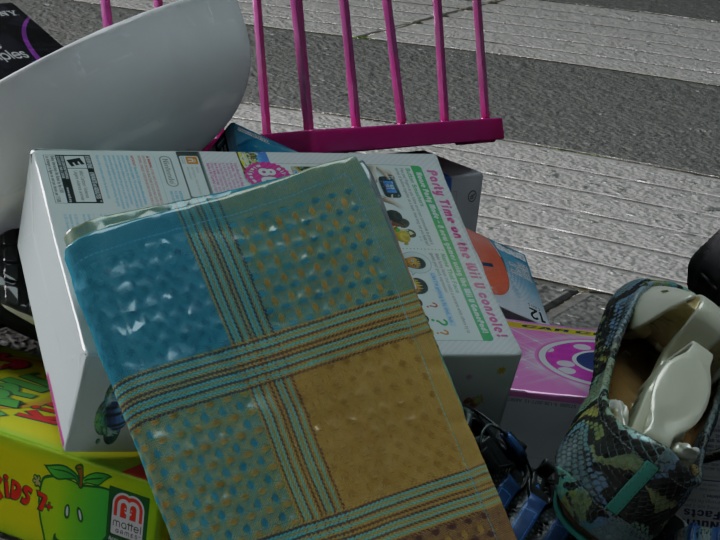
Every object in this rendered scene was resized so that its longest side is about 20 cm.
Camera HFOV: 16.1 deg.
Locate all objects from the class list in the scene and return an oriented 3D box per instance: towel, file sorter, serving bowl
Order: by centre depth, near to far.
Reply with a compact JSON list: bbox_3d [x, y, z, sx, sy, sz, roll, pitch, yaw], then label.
[{"bbox_3d":[-0.027,0.056,1.052,0.146,0.201,0.022,-14,-20,-25],"label":"towel"},{"bbox_3d":[-0.136,-0.061,1.252,0.199,0.066,0.200,-28,-2,-1],"label":"serving bowl"},{"bbox_3d":[-0.033,-0.125,1.417,0.138,0.126,0.200,-4,3,33],"label":"file sorter"}]

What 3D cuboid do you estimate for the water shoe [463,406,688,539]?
[{"bbox_3d":[0.057,0.101,1.101,0.198,0.080,0.072,2,16,-16],"label":"water shoe"}]

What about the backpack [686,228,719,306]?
[{"bbox_3d":[0.304,-0.008,1.390,0.153,0.192,0.200,16,8,-32],"label":"backpack"}]

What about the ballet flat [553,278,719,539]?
[{"bbox_3d":[0.138,0.049,1.129,0.074,0.075,0.200,9,33,10],"label":"ballet flat"}]

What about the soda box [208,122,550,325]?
[{"bbox_3d":[0.000,0.000,1.317,0.199,0.068,0.064,22,32,-30],"label":"soda box"}]

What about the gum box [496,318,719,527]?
[{"bbox_3d":[0.126,0.076,1.243,0.198,0.067,0.114,6,17,0],"label":"gum box"}]

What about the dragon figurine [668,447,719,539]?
[{"bbox_3d":[0.169,0.114,1.079,0.099,0.059,0.200,13,28,-27],"label":"dragon figurine"}]

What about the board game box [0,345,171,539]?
[{"bbox_3d":[-0.142,0.082,1.157,0.199,0.048,0.101,15,18,30],"label":"board game box"}]

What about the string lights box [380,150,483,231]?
[{"bbox_3d":[-0.027,-0.006,1.420,0.199,0.104,0.059,-6,20,-39],"label":"string lights box"}]

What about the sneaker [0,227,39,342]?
[{"bbox_3d":[-0.102,0.041,1.238,0.199,0.088,0.076,14,44,-26],"label":"sneaker"}]

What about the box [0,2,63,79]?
[{"bbox_3d":[-0.186,-0.081,1.427,0.200,0.036,0.143,39,28,24],"label":"box"}]

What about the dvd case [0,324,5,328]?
[{"bbox_3d":[-0.220,0.029,1.268,0.148,0.016,0.199,-17,-2,41],"label":"dvd case"}]

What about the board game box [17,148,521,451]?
[{"bbox_3d":[-0.044,0.012,1.148,0.198,0.065,0.148,0,40,-18],"label":"board game box"}]
